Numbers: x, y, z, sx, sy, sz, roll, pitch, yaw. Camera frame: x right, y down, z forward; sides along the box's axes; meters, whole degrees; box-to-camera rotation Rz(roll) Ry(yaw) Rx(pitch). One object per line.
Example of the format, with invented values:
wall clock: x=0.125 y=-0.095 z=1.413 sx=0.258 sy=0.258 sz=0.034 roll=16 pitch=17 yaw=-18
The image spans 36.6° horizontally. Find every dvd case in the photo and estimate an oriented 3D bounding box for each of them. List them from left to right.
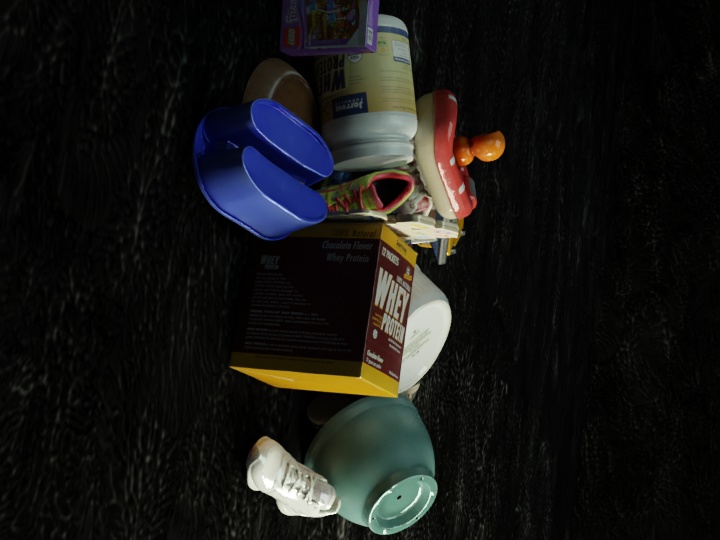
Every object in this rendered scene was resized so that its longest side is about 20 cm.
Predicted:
dvd case: x=0.118 y=-0.130 z=1.848 sx=0.144 sy=0.017 sz=0.202 roll=92 pitch=-14 yaw=-46

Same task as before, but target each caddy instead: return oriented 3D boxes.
caddy: x=-0.125 y=-0.124 z=1.369 sx=0.199 sy=0.104 sz=0.144 roll=33 pitch=56 yaw=-43

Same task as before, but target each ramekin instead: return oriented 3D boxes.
ramekin: x=0.050 y=0.089 z=1.603 sx=0.202 sy=0.094 sz=0.204 roll=-36 pitch=143 yaw=-33

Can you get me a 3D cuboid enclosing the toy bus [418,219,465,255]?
toy bus: x=0.149 y=-0.088 z=1.989 sx=0.200 sy=0.077 sz=0.066 roll=-53 pitch=147 yaw=-66

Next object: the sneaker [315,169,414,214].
sneaker: x=-0.007 y=-0.099 z=1.573 sx=0.198 sy=0.090 sz=0.079 roll=-29 pitch=98 yaw=-16

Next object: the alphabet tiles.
alphabet tiles: x=0.030 y=-0.057 z=1.468 sx=0.194 sy=0.198 sz=0.015 roll=11 pitch=81 yaw=-46

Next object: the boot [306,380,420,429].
boot: x=0.003 y=0.243 z=1.702 sx=0.198 sy=0.073 sz=0.153 roll=-20 pitch=130 yaw=-33

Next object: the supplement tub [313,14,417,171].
supplement tub: x=0.008 y=-0.253 z=1.580 sx=0.144 sy=0.142 sz=0.204 roll=5 pitch=78 yaw=-66

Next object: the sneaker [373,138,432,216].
sneaker: x=0.071 y=-0.147 z=1.677 sx=0.075 sy=0.104 sz=0.203 roll=-15 pitch=121 yaw=-49

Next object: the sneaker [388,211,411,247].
sneaker: x=0.000 y=0.000 z=1.605 sx=0.199 sy=0.080 sz=0.075 roll=-40 pitch=120 yaw=-18

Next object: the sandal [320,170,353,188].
sandal: x=-0.006 y=-0.077 z=1.675 sx=0.080 sy=0.086 sz=0.202 roll=-53 pitch=138 yaw=-48

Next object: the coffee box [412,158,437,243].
coffee box: x=0.074 y=-0.156 z=1.797 sx=0.113 sy=0.078 sz=0.203 roll=-119 pitch=-157 yaw=-70

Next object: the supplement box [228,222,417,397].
supplement box: x=-0.046 y=0.051 z=1.460 sx=0.133 sy=0.194 sz=0.203 roll=35 pitch=60 yaw=-61

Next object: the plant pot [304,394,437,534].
plant pot: x=0.033 y=0.303 z=1.621 sx=0.198 sy=0.134 sz=0.202 roll=-19 pitch=134 yaw=-21

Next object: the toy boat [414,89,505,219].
toy boat: x=0.155 y=-0.183 z=1.652 sx=0.132 sy=0.129 sz=0.201 roll=-90 pitch=161 yaw=-49

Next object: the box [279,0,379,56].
box: x=-0.039 y=-0.400 z=1.499 sx=0.039 sy=0.135 sz=0.204 roll=7 pitch=87 yaw=-65

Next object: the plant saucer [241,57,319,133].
plant saucer: x=-0.104 y=-0.190 z=1.504 sx=0.200 sy=0.034 sz=0.204 roll=3 pitch=90 yaw=-67

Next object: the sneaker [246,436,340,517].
sneaker: x=-0.089 y=0.287 z=1.508 sx=0.200 sy=0.098 sz=0.076 roll=53 pitch=48 yaw=-53
